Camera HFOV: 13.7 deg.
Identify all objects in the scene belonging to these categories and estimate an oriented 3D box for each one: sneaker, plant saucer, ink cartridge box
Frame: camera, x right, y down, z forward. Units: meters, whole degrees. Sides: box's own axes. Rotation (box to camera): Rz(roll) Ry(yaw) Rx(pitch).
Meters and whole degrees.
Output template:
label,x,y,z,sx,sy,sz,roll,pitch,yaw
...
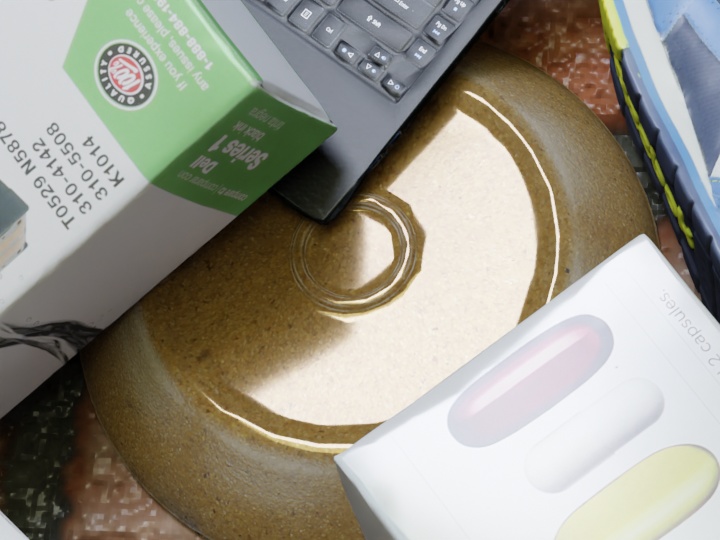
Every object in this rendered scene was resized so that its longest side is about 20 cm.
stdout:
label,x,y,z,sx,sy,sz,roll,pitch,yaw
sneaker,0.139,-0.030,0.963,0.082,0.074,0.201,-18,66,-2
plant saucer,0.000,0.000,0.991,0.199,0.035,0.201,-3,65,7
ink cartridge box,-0.133,-0.041,0.962,0.200,0.084,0.146,-41,75,10

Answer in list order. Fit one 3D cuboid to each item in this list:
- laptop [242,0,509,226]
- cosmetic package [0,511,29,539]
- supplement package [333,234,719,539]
label,x,y,z,sx,sy,sz,roll,pitch,yaw
laptop,-0.025,-0.153,0.976,0.177,0.103,0.200,36,81,20
cosmetic package,-0.159,0.168,0.909,0.083,0.051,0.200,43,67,14
supplement package,0.100,0.120,0.852,0.111,0.156,0.200,-36,68,-7
